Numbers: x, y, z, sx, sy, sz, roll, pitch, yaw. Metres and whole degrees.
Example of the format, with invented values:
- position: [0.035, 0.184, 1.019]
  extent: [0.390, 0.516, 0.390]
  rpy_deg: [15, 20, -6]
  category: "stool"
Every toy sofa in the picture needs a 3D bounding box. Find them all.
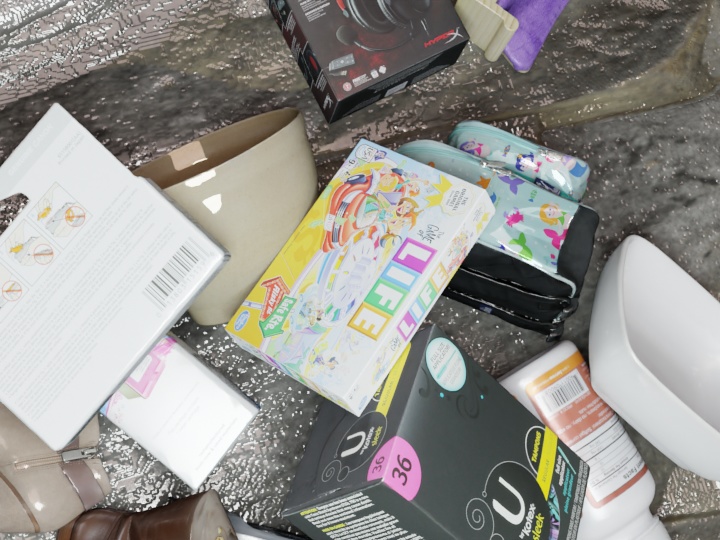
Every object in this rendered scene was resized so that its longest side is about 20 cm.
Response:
- position: [0.179, -0.302, 1.231]
  extent: [0.097, 0.083, 0.201]
  rpy_deg: [35, 75, 0]
  category: "toy sofa"

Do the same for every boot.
- position: [-0.299, 0.130, 1.074]
  extent: [0.144, 0.070, 0.203]
  rpy_deg: [-14, 72, -18]
  category: "boot"
- position: [-0.175, 0.275, 1.000]
  extent: [0.064, 0.198, 0.190]
  rpy_deg: [15, 69, -49]
  category: "boot"

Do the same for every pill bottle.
- position: [0.192, 0.175, 1.121]
  extent: [0.111, 0.112, 0.202]
  rpy_deg: [-28, 85, -14]
  category: "pill bottle"

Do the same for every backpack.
- position: [0.106, -0.042, 1.119]
  extent: [0.197, 0.178, 0.153]
  rpy_deg: [15, 73, 4]
  category: "backpack"

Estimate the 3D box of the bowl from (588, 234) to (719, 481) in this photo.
- position: [0.281, 0.086, 1.132]
  extent: [0.199, 0.075, 0.201]
  rpy_deg: [40, 35, -13]
  category: "bowl"

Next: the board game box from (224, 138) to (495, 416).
- position: [0.000, 0.000, 1.003]
  extent: [0.133, 0.034, 0.201]
  rpy_deg: [25, 73, 34]
  category: "board game box"

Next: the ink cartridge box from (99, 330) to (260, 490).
- position: [-0.185, 0.086, 1.058]
  extent: [0.199, 0.145, 0.085]
  rpy_deg: [40, 84, 1]
  category: "ink cartridge box"

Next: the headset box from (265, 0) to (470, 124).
- position: [-0.009, -0.267, 1.196]
  extent: [0.147, 0.075, 0.202]
  rpy_deg: [-26, 84, -13]
  category: "headset box"

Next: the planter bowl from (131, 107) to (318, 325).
- position: [-0.117, -0.038, 1.085]
  extent: [0.198, 0.200, 0.136]
  rpy_deg: [-27, 106, -13]
  category: "planter bowl"

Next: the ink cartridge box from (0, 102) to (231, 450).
- position: [-0.227, 0.005, 0.959]
  extent: [0.173, 0.044, 0.200]
  rpy_deg: [42, 93, 1]
  category: "ink cartridge box"

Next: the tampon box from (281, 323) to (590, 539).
- position: [0.065, 0.173, 0.999]
  extent: [0.200, 0.126, 0.151]
  rpy_deg: [41, 47, -23]
  category: "tampon box"

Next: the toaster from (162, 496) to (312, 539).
- position: [-0.085, 0.276, 1.055]
  extent: [0.197, 0.114, 0.131]
  rpy_deg: [15, 79, -7]
  category: "toaster"
